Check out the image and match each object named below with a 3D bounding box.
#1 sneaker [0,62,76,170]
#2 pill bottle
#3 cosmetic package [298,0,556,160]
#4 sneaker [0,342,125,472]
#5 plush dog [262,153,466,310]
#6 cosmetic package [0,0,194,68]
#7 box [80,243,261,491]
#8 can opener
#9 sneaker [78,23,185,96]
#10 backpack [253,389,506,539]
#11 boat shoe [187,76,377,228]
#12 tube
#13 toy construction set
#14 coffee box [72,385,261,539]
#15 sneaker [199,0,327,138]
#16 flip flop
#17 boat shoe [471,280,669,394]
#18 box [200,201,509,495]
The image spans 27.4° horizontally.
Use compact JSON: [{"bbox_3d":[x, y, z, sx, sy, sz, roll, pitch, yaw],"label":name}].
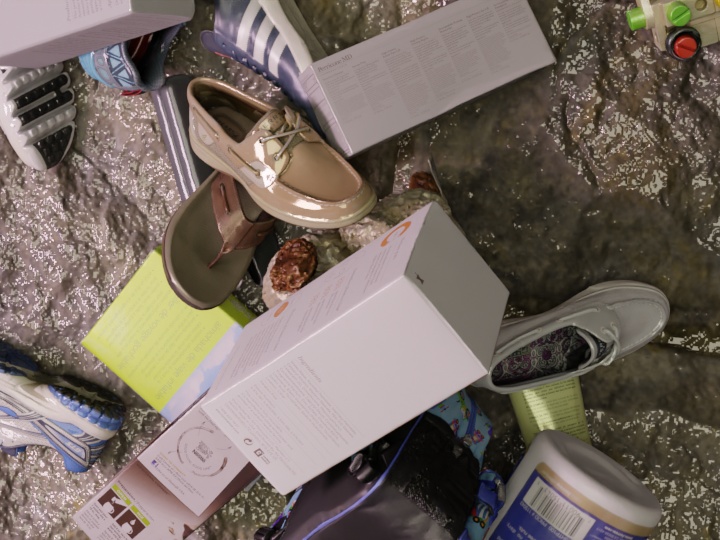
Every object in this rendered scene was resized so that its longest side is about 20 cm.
[{"bbox_3d":[-0.318,-0.184,1.317,0.081,0.075,0.200,-10,104,41],"label":"sneaker"},{"bbox_3d":[0.143,0.242,1.205,0.120,0.120,0.200,33,101,4],"label":"pill bottle"},{"bbox_3d":[0.056,-0.168,1.235,0.200,0.051,0.083,-25,92,-16],"label":"cosmetic package"},{"bbox_3d":[-0.317,0.122,1.330,0.200,0.077,0.085,25,101,6],"label":"sneaker"},{"bbox_3d":[0.000,0.000,1.248,0.172,0.200,0.161,-18,58,-1],"label":"plush dog"},{"bbox_3d":[-0.233,-0.234,1.210,0.200,0.074,0.102,-7,88,40],"label":"cosmetic package"},{"bbox_3d":[-0.134,0.084,1.304,0.200,0.048,0.122,41,111,2],"label":"box"},{"bbox_3d":[-0.132,-0.076,1.310,0.066,0.053,0.200,-21,93,-26],"label":"can opener"},{"bbox_3d":[-0.172,-0.243,1.255,0.096,0.079,0.200,34,117,39],"label":"sneaker"},{"bbox_3d":[0.033,0.170,1.191,0.135,0.200,0.183,41,129,-8],"label":"backpack"},{"bbox_3d":[-0.070,-0.099,1.209,0.200,0.065,0.072,33,58,33],"label":"boat shoe"},{"bbox_3d":[0.169,0.138,1.282,0.052,0.058,0.200,-15,90,41],"label":"tube"},{"bbox_3d":[0.284,-0.251,1.215,0.200,0.092,0.131,-11,117,16],"label":"toy construction set"},{"bbox_3d":[-0.132,0.157,1.237,0.200,0.113,0.080,-42,90,24],"label":"coffee box"},{"bbox_3d":[-0.085,-0.192,1.282,0.084,0.075,0.200,-30,83,13],"label":"sneaker"},{"bbox_3d":[-0.097,-0.056,1.261,0.081,0.058,0.200,42,71,-14],"label":"flip flop"},{"bbox_3d":[0.178,0.058,1.227,0.200,0.069,0.072,-8,109,-21],"label":"boat shoe"},{"bbox_3d":[-0.002,0.058,1.103,0.200,0.124,0.098,-34,105,27],"label":"box"}]
